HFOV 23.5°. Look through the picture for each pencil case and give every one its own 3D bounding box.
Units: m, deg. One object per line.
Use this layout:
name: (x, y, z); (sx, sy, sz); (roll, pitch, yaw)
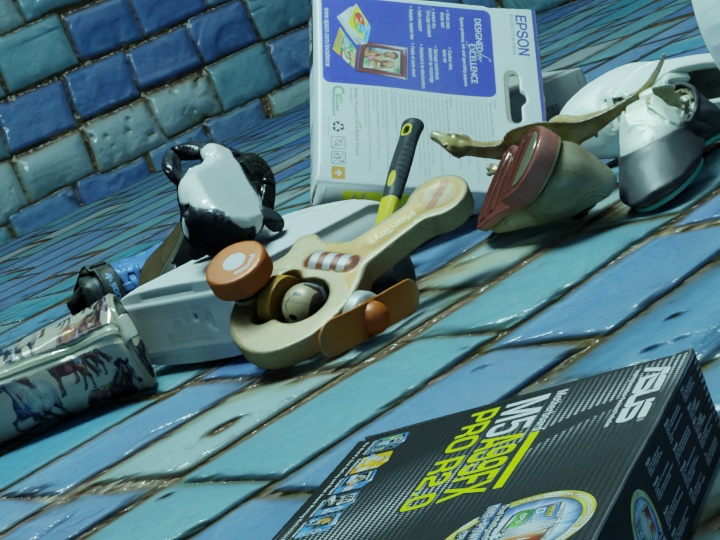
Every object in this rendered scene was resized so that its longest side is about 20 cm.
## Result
pencil case: (-0.253, 0.084, 1.322); (0.199, 0.078, 0.089); (-22, -8, 4)

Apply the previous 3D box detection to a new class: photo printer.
photo printer: (-0.070, 0.005, 1.374); (0.200, 0.070, 0.166); (-29, 12, -40)

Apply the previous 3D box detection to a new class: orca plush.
orca plush: (-0.127, -0.047, 1.353); (0.071, 0.105, 0.200); (-57, 30, 14)

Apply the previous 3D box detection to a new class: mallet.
mallet: (0.030, -0.049, 1.319); (0.066, 0.041, 0.200); (-8, 42, 33)

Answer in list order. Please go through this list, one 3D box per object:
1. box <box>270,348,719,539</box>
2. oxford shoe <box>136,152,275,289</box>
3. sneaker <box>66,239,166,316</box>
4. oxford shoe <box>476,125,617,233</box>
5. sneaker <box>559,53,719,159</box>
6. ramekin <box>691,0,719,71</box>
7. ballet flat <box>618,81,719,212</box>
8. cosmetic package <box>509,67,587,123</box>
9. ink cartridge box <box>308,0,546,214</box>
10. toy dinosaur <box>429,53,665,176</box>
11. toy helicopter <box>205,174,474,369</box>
box: (0.042, 0.101, 0.651); (0.160, 0.044, 0.200); (-18, 10, 26)
oxford shoe: (-0.142, -0.021, 1.478); (0.084, 0.073, 0.200); (-7, 43, 50)
sneaker: (-0.190, 0.014, 1.569); (0.111, 0.077, 0.200); (-23, 3, -41)
oxford shoe: (0.137, -0.054, 1.302); (0.075, 0.071, 0.200); (21, -5, -5)
sneaker: (0.245, -0.142, 1.417); (0.199, 0.076, 0.088); (-16, -2, 26)
ramekin: (0.323, -0.196, 1.228); (0.098, 0.201, 0.200); (-23, 6, 46)
ballet flat: (0.223, -0.100, 1.288); (0.073, 0.073, 0.200); (-17, 11, 27)
cosmetic package: (0.137, -0.131, 1.617); (0.107, 0.085, 0.200); (-24, 9, -12)
ink cartridge box: (0.056, -0.142, 1.477); (0.199, 0.198, 0.047); (5, -31, -11)
toy dinosaur: (0.159, -0.104, 1.370); (0.199, 0.058, 0.101); (-15, -19, 19)
toy helicopter: (0.000, 0.000, 1.201); (0.200, 0.079, 0.132); (-36, 35, -11)
